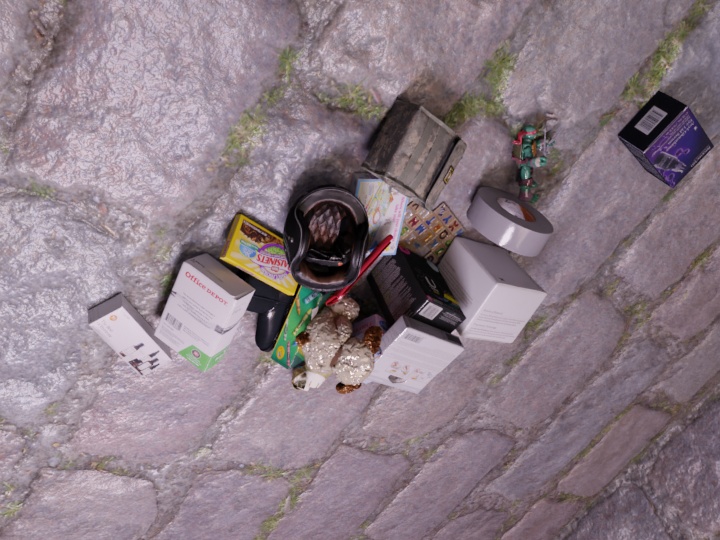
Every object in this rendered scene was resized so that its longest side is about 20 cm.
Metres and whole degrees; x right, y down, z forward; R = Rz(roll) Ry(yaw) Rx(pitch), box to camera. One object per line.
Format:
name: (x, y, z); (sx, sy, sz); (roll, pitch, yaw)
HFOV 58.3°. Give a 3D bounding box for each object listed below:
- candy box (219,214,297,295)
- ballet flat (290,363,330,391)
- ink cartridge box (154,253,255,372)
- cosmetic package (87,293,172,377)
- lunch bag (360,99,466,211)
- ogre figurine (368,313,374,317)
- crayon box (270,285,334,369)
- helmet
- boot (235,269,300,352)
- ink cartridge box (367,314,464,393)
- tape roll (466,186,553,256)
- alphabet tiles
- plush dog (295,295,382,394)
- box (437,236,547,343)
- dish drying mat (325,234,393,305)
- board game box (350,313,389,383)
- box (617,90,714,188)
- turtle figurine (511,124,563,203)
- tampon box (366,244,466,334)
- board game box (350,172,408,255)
candy box: (-0.204, -0.031, 1.395); (0.199, 0.026, 0.103); (32, 70, -40)
ballet flat: (-0.123, 0.266, 1.613); (0.070, 0.071, 0.200); (2, 163, -28)
ink cartridge box: (-0.331, 0.088, 1.372); (0.201, 0.145, 0.084); (-60, 169, 24)
cosmetic package: (-0.499, 0.145, 1.406); (0.082, 0.051, 0.201); (-30, 133, -3)
lunch bag: (0.129, -0.232, 1.357); (0.199, 0.117, 0.165); (27, 94, -38)
ogre figurine: (0.029, 0.178, 1.674); (0.198, 0.099, 0.120); (6, 142, -10)
crayon box: (-0.128, 0.120, 1.508); (0.201, 0.058, 0.119); (-66, 166, 16)
helmet: (-0.072, -0.076, 1.353); (0.198, 0.192, 0.201); (0, 146, 0)
boot: (-0.240, 0.085, 1.469); (0.167, 0.076, 0.201); (17, 110, -39)
ink cartridge box: (0.117, 0.199, 1.497); (0.199, 0.044, 0.174); (23, 120, -37)
tape roll: (0.352, -0.117, 1.524); (0.199, 0.201, 0.066); (8, 123, -31)
alphabet tiles: (0.155, -0.092, 1.577); (0.167, 0.008, 0.200); (-41, 133, 8)
plush dog: (-0.044, 0.177, 1.432); (0.201, 0.171, 0.160); (-64, 164, 13)
box: (0.314, 0.050, 1.637); (0.199, 0.199, 0.172); (10, 121, -36)
dish drying mat: (0.000, 0.000, 1.423); (0.018, 0.077, 0.200); (44, 64, -5)
board game box: (0.025, 0.197, 1.580); (0.199, 0.041, 0.199); (-26, 136, 31)
box: (0.774, -0.328, 1.636); (0.199, 0.105, 0.148); (27, 110, -39)
turtle figurine: (0.403, -0.268, 1.505); (0.150, 0.100, 0.201); (-52, 151, -41)
tampon box: (0.132, 0.064, 1.551); (0.149, 0.201, 0.126); (25, 118, -39)
board game box: (0.034, -0.125, 1.465); (0.133, 0.034, 0.201); (-3, 125, -22)
